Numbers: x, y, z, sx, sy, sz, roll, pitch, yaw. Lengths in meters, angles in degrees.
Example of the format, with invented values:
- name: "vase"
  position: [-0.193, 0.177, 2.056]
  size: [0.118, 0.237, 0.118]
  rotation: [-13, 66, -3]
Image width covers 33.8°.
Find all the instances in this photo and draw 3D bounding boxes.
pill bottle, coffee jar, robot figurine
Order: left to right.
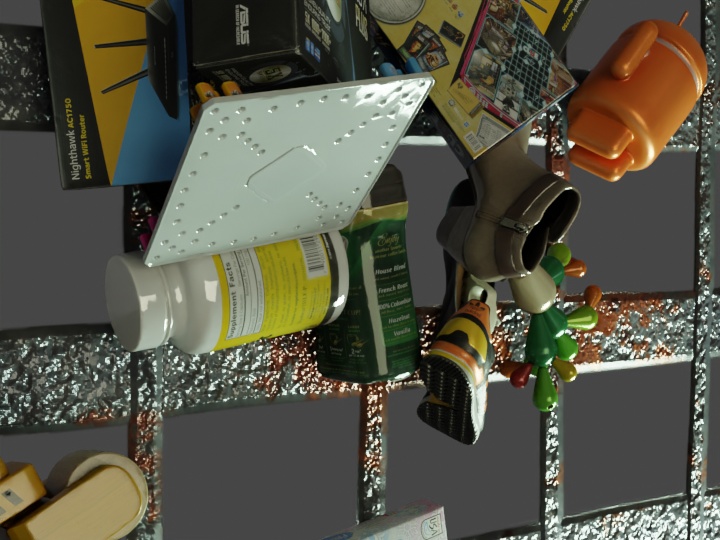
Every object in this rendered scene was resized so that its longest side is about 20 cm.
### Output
- name: "pill bottle"
  position: [-0.118, 0.010, 1.042]
  size: [0.197, 0.111, 0.113]
  rotation: [-11, 99, -32]
- name: "coffee jar"
  position: [0.000, 0.000, 1.123]
  size: [0.084, 0.103, 0.204]
  rotation: [-13, 101, -39]
- name: "robot figurine"
  position: [0.305, -0.192, 1.304]
  size: [0.144, 0.116, 0.201]
  rotation: [47, 70, -20]

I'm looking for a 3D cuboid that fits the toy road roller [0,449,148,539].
- name: "toy road roller"
  position: [-0.284, 0.179, 0.943]
  size: [0.198, 0.122, 0.148]
  rotation: [-30, 98, -27]

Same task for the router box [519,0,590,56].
- name: "router box"
  position: [0.148, -0.266, 1.230]
  size: [0.149, 0.051, 0.202]
  rotation: [40, 73, -30]

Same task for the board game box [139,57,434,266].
- name: "board game box"
  position: [-0.062, -0.084, 0.929]
  size: [0.197, 0.201, 0.026]
  rotation: [-13, 63, -32]

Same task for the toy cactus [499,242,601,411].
- name: "toy cactus"
  position: [0.186, 0.039, 1.242]
  size: [0.165, 0.101, 0.202]
  rotation: [53, 51, -46]

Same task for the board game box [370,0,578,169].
- name: "board game box"
  position: [0.097, -0.219, 1.136]
  size: [0.135, 0.035, 0.201]
  rotation: [-34, 87, -14]

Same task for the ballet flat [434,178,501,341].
- name: "ballet flat"
  position: [0.120, 0.007, 1.224]
  size: [0.072, 0.073, 0.204]
  rotation: [8, 89, -33]

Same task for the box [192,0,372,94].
- name: "box"
  position: [-0.057, -0.212, 0.950]
  size: [0.200, 0.085, 0.167]
  rotation: [33, 53, -70]

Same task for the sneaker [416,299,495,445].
- name: "sneaker"
  position: [0.104, 0.101, 1.167]
  size: [0.091, 0.069, 0.201]
  rotation: [-58, 163, -22]

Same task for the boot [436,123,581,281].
- name: "boot"
  position: [0.155, -0.080, 1.140]
  size: [0.070, 0.145, 0.202]
  rotation: [31, 81, -33]

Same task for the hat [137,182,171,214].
- name: "hat"
  position: [-0.105, -0.125, 1.059]
  size: [0.198, 0.080, 0.205]
  rotation: [-3, 96, -34]

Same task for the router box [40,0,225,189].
- name: "router box"
  position: [-0.179, -0.174, 0.974]
  size: [0.146, 0.051, 0.204]
  rotation: [-5, 96, 4]

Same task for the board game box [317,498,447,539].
- name: "board game box"
  position: [0.008, 0.358, 1.190]
  size: [0.197, 0.043, 0.204]
  rotation: [-14, 101, -33]
